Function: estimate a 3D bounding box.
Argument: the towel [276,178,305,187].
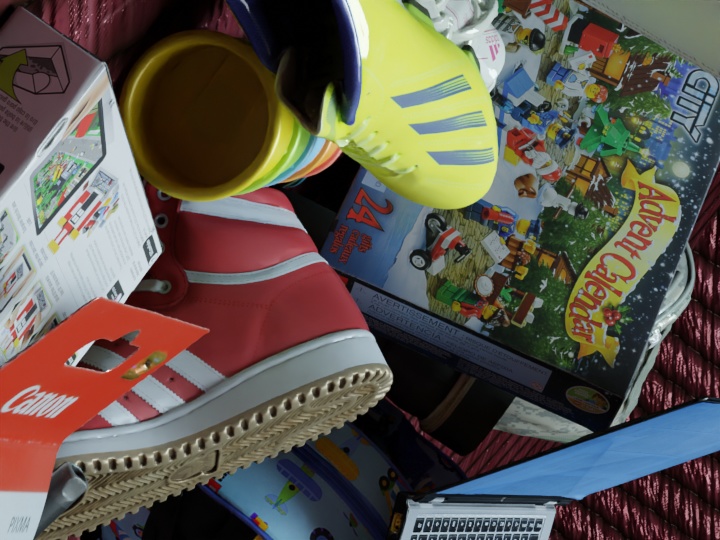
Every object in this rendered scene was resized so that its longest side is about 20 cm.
[{"bbox_3d":[0.029,-0.128,1.264,0.200,0.022,0.147,-46,167,-53],"label":"towel"}]

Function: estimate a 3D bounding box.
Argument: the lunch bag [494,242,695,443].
[{"bbox_3d":[0.101,0.006,1.607,0.140,0.167,0.200,-52,169,-21],"label":"lunch bag"}]

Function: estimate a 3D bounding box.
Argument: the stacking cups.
[{"bbox_3d":[-0.035,-0.054,1.072,0.061,0.060,0.200,-57,170,7],"label":"stacking cups"}]

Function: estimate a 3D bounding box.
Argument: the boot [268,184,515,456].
[{"bbox_3d":[0.000,0.000,1.256,0.078,0.138,0.200,-55,-170,1],"label":"boot"}]

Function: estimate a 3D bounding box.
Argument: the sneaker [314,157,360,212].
[{"bbox_3d":[0.020,-0.034,1.348,0.090,0.076,0.200,-33,174,1],"label":"sneaker"}]

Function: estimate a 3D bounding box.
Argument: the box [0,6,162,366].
[{"bbox_3d":[-0.118,-0.002,0.926,0.110,0.035,0.200,-53,170,-13],"label":"box"}]

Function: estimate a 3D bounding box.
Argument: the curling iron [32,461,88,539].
[{"bbox_3d":[-0.173,0.137,1.033,0.200,0.026,0.050,-46,158,13],"label":"curling iron"}]

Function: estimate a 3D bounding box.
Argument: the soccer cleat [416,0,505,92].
[{"bbox_3d":[0.019,-0.111,1.062,0.070,0.086,0.200,-54,167,-9],"label":"soccer cleat"}]

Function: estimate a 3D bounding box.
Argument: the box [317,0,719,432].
[{"bbox_3d":[0.077,-0.047,1.177,0.038,0.136,0.201,108,6,-60],"label":"box"}]

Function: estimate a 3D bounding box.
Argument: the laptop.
[{"bbox_3d":[0.091,0.137,1.190,0.187,0.115,0.201,13,94,-66],"label":"laptop"}]

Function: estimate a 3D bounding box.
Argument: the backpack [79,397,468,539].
[{"bbox_3d":[-0.037,0.102,1.235,0.135,0.182,0.200,-46,163,-18],"label":"backpack"}]

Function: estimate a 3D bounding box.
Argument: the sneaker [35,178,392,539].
[{"bbox_3d":[-0.098,0.031,1.079,0.199,0.113,0.071,-18,158,-20],"label":"sneaker"}]

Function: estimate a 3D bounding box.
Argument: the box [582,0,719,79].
[{"bbox_3d":[0.134,-0.156,0.999,0.131,0.198,0.200,-54,150,-3],"label":"box"}]

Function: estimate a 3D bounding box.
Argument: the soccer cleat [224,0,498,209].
[{"bbox_3d":[-0.005,-0.069,0.976,0.200,0.064,0.084,57,38,-52],"label":"soccer cleat"}]

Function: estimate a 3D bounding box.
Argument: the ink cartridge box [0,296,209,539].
[{"bbox_3d":[-0.136,0.089,0.920,0.199,0.057,0.163,-31,171,6],"label":"ink cartridge box"}]
